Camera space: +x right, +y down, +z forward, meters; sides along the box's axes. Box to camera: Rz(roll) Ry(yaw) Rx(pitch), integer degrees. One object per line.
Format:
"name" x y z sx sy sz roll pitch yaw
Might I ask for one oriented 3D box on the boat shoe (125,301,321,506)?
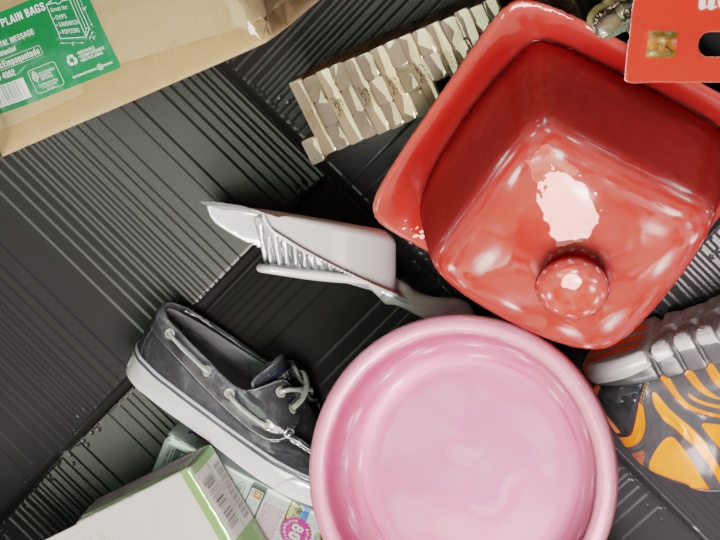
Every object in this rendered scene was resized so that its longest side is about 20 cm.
"boat shoe" -0.063 0.091 1.600 0.199 0.072 0.068 34 116 9

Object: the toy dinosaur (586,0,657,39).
"toy dinosaur" 0.170 -0.235 1.425 0.088 0.047 0.201 23 89 31

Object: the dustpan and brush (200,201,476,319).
"dustpan and brush" 0.000 0.000 1.539 0.198 0.139 0.058 10 90 -19

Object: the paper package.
"paper package" -0.132 -0.173 1.456 0.199 0.191 0.104 -20 103 21

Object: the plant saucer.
"plant saucer" 0.067 0.129 1.491 0.199 0.051 0.202 -1 88 16

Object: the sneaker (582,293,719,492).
"sneaker" 0.251 0.073 1.512 0.199 0.078 0.113 -18 108 31

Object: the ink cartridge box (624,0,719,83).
"ink cartridge box" 0.243 -0.206 1.376 0.161 0.057 0.202 -1 103 -19

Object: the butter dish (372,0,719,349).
"butter dish" 0.128 -0.029 1.434 0.198 0.148 0.200 25 125 -16

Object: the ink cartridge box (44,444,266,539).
"ink cartridge box" -0.153 0.225 1.614 0.199 0.048 0.146 -26 99 24

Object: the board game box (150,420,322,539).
"board game box" -0.062 0.206 1.641 0.199 0.064 0.148 27 114 6

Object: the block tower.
"block tower" 0.049 -0.134 1.496 0.199 0.054 0.058 -23 101 21
